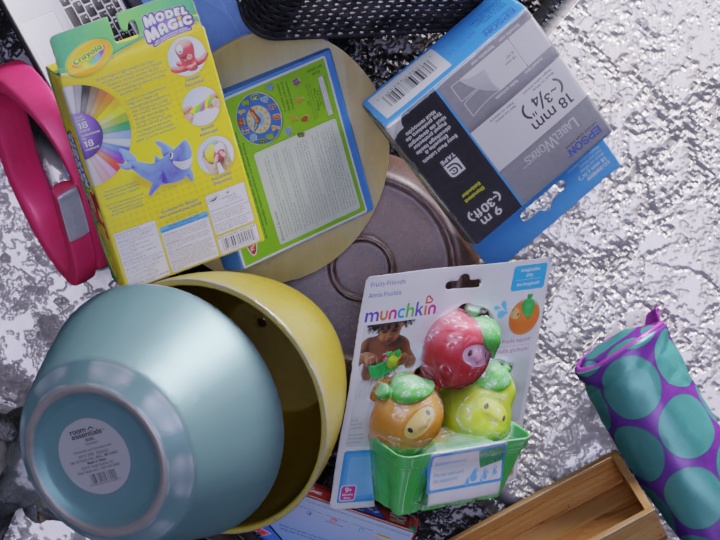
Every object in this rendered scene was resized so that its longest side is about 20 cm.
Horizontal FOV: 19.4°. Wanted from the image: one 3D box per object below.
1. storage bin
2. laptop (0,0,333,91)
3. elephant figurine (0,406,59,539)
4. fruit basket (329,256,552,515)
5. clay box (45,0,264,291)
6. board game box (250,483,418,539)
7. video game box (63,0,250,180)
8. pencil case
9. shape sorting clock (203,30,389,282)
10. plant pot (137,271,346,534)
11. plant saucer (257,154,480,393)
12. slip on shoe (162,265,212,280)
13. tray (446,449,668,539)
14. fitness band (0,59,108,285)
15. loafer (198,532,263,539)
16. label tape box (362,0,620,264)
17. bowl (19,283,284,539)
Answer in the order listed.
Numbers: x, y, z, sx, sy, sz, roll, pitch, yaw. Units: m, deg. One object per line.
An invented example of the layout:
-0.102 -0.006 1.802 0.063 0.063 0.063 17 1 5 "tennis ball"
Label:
0.002 -0.261 1.628 0.200 0.094 0.135 -5 67 -26 "storage bin"
-0.155 -0.202 1.627 0.116 0.200 0.188 -26 94 38 "laptop"
-0.283 0.162 1.678 0.200 0.142 0.155 -42 109 12 "elephant figurine"
0.070 0.092 1.662 0.185 0.094 0.200 -5 120 -34 "fruit basket"
-0.154 -0.098 1.551 0.115 0.048 0.200 -21 111 -15 "clay box"
-0.063 0.208 1.711 0.200 0.019 0.103 19 127 -4 "board game box"
-0.149 -0.172 1.707 0.200 0.047 0.183 -5 91 0 "video game box"
0.260 0.137 1.708 0.092 0.085 0.200 -33 92 -21 "pencil case"
-0.068 -0.088 1.646 0.200 0.039 0.200 -8 105 -30 "shape sorting clock"
-0.090 0.082 1.617 0.200 0.142 0.200 7 110 21 "plant pot"
0.000 0.000 1.710 0.200 0.034 0.201 0 87 -4 "plant saucer"
-0.184 -0.044 1.679 0.060 0.076 0.200 -6 127 34 "slip on shoe"
0.140 0.228 1.704 0.200 0.099 0.037 -29 117 2 "tray"
-0.243 -0.076 1.640 0.037 0.200 0.144 -27 57 -17 "fitness band"
-0.114 0.243 1.690 0.073 0.071 0.200 -27 118 28 "loafer"
0.117 -0.098 1.660 0.144 0.063 0.200 -40 120 -1 "label tape box"
-0.166 0.120 1.524 0.200 0.105 0.201 7 109 21 "bowl"
